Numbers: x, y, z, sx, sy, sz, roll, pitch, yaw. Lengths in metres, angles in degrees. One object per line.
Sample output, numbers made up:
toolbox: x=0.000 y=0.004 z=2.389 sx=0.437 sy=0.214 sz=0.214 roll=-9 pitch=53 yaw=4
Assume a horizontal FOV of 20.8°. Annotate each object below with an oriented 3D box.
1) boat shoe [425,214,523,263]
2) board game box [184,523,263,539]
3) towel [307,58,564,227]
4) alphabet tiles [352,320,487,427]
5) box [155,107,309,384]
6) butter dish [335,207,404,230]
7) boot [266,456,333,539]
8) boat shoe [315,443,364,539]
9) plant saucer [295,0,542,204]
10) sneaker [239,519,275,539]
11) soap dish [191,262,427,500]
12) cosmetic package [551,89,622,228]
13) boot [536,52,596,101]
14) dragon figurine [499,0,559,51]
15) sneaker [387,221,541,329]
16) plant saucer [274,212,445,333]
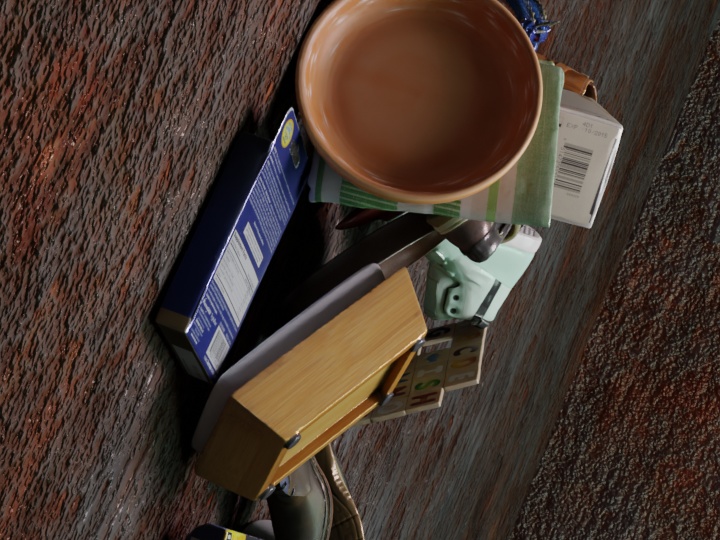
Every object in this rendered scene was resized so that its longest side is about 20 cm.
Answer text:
boat shoe: x=0.109 y=-0.052 z=1.691 sx=0.072 sy=0.066 sz=0.201 roll=-29 pitch=-175 yaw=21
board game box: x=-0.119 y=0.331 z=1.734 sx=0.200 sy=0.061 sz=0.201 roll=30 pitch=78 yaw=-56
towel: x=0.063 y=-0.113 z=1.610 sx=0.023 sy=0.198 sz=0.154 roll=85 pitch=12 yaw=-66
alphabet tiles: x=0.037 y=0.099 z=1.872 sx=0.200 sy=0.166 sz=0.008 roll=-70 pitch=144 yaw=-70
box: x=-0.096 y=-0.023 z=1.534 sx=0.121 sy=0.032 sz=0.201 roll=74 pitch=38 yaw=-67
butter dish: x=0.054 y=-0.149 z=1.737 sx=0.199 sy=0.148 sz=0.200 roll=-28 pitch=-175 yaw=28
boot: x=-0.080 y=0.190 z=1.770 sx=0.097 sy=0.074 sz=0.201 roll=-25 pitch=113 yaw=-57
boat shoe: x=-0.036 y=0.218 z=1.858 sx=0.065 sy=0.073 sz=0.201 roll=7 pitch=71 yaw=-83
plant saucer: x=0.046 y=-0.143 z=1.581 sx=0.037 sy=0.199 sz=0.201 roll=99 pitch=15 yaw=-70
sneaker: x=-0.102 y=0.306 z=1.883 sx=0.200 sy=0.073 sz=0.113 roll=8 pitch=105 yaw=-67
soap dish: x=-0.040 y=0.096 z=1.631 sx=0.200 sy=0.081 sz=0.158 roll=-36 pitch=166 yaw=-30
cosmetic package: x=0.190 y=-0.114 z=1.873 sx=0.200 sy=0.071 sz=0.106 roll=-92 pitch=-162 yaw=-77
boot: x=0.180 y=-0.190 z=2.091 sx=0.200 sy=0.154 sz=0.074 roll=16 pitch=94 yaw=-76
dragon figurine: x=0.146 y=-0.290 z=1.737 sx=0.059 sy=0.099 sz=0.201 roll=16 pitch=93 yaw=-81
sneaker: x=0.067 y=-0.011 z=1.886 sx=0.119 sy=0.199 sz=0.074 roll=-65 pitch=-157 yaw=16
plant saucer: x=0.000 y=0.000 z=1.749 sx=0.200 sy=0.032 sz=0.200 roll=-35 pitch=175 yaw=-4
